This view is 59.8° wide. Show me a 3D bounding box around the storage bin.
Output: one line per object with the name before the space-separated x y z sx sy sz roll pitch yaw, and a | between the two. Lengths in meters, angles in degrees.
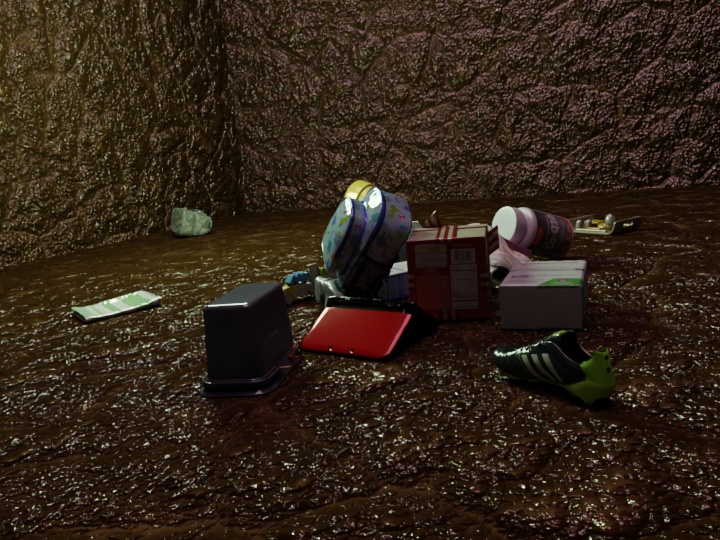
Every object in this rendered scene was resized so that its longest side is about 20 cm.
storage bin | -0.172 0.102 1.020 0.142 0.137 0.200 -3 12 13

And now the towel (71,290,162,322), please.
towel | -0.632 0.091 1.628 0.197 0.024 0.151 -14 14 -36

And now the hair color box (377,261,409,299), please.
hair color box | 0.088 0.023 1.474 0.196 0.066 0.109 -10 12 -29

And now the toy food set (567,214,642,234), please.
toy food set | 0.790 -0.161 2.041 0.141 0.062 0.199 -13 13 -30

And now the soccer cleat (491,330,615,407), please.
soccer cleat | 0.256 0.117 0.846 0.066 0.083 0.199 -12 12 -31

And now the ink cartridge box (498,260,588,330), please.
ink cartridge box | 0.349 0.042 1.175 0.144 0.085 0.199 -1 13 24

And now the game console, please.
game console | 0.021 0.116 1.153 0.197 0.121 0.172 3 -18 35

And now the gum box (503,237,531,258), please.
gum box | 0.318 -0.046 1.575 0.112 0.067 0.199 20 -2 -27

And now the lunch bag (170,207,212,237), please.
lunch bag | -0.862 -0.243 3.197 0.165 0.143 0.198 7 2 -35

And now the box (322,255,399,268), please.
box | 0.000 0.000 1.677 0.155 0.049 0.199 -1 12 25

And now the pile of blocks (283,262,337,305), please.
pile of blocks | -0.142 0.026 1.533 0.197 0.084 0.061 -16 15 -40

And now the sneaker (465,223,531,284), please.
sneaker | 0.294 -0.029 1.404 0.199 0.077 0.091 38 50 23

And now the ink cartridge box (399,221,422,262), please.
ink cartridge box | 0.147 -0.074 1.651 0.045 0.178 0.199 -42 26 -21

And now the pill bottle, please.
pill bottle | 0.449 -0.100 1.635 0.196 0.117 0.113 9 3 -28

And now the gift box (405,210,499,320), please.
gift box | 0.190 -0.015 1.274 0.180 0.205 0.187 2 11 12

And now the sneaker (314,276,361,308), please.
sneaker | -0.030 0.051 1.363 0.111 0.077 0.200 -6 13 -16

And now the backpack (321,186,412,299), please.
backpack | 0.011 -0.071 1.307 0.145 0.202 0.184 25 26 -22

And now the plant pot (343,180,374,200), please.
plant pot | 0.049 -0.266 2.685 0.186 0.205 0.199 20 23 29
